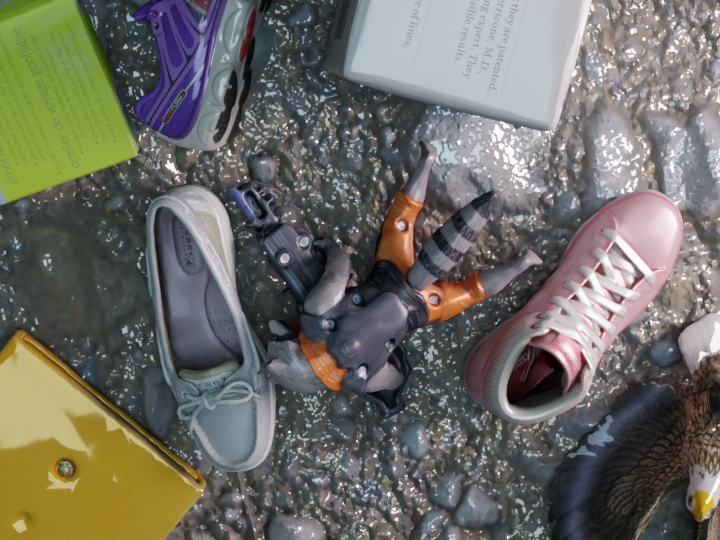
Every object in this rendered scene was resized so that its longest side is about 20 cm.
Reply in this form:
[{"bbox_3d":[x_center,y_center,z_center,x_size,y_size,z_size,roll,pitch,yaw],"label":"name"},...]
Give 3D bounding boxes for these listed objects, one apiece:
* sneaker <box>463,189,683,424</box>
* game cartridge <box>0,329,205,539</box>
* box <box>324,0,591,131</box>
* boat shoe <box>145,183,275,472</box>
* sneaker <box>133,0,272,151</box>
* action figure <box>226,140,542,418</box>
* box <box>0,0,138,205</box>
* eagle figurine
[{"bbox_3d":[0.157,0.030,0.941,0.200,0.105,0.075,-45,98,3],"label":"sneaker"},{"bbox_3d":[-0.238,0.173,0.974,0.176,0.032,0.200,41,97,-10],"label":"game cartridge"},{"bbox_3d":[0.066,-0.202,0.844,0.129,0.199,0.203,14,98,-7],"label":"box"},{"bbox_3d":[-0.108,0.044,0.935,0.073,0.065,0.205,-7,99,12],"label":"boat shoe"},{"bbox_3d":[-0.104,-0.183,0.900,0.082,0.081,0.202,17,95,6],"label":"sneaker"},{"bbox_3d":[0.000,0.000,0.926,0.193,0.105,0.200,-45,101,-5],"label":"action figure"},{"bbox_3d":[-0.259,-0.101,0.897,0.198,0.048,0.123,-20,120,-1],"label":"box"},{"bbox_3d":[0.239,0.143,0.972,0.152,0.150,0.201,48,132,28],"label":"eagle figurine"}]
